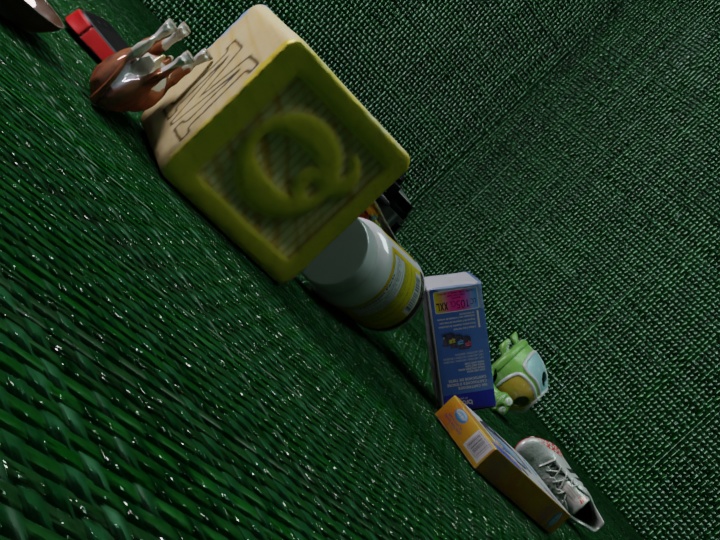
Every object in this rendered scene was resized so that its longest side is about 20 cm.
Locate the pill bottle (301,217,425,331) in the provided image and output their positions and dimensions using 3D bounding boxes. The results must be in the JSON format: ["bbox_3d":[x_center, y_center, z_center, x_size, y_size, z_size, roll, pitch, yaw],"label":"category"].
[{"bbox_3d":[0.000,0.000,1.499,0.114,0.114,0.200,48,4,26],"label":"pill bottle"}]

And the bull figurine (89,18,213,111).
[{"bbox_3d":[-0.223,-0.206,1.249,0.065,0.121,0.200,54,8,-13],"label":"bull figurine"}]

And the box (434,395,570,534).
[{"bbox_3d":[0.184,0.248,1.501,0.200,0.041,0.119,41,6,-35],"label":"box"}]

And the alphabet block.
[{"bbox_3d":[-0.096,-0.141,1.294,0.195,0.196,0.200,43,5,-26],"label":"alphabet block"}]

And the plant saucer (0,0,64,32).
[{"bbox_3d":[-0.370,-0.298,1.162,0.200,0.032,0.200,47,5,-5],"label":"plant saucer"}]

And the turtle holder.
[{"bbox_3d":[0.304,0.214,2.393,0.132,0.141,0.186,48,3,8],"label":"turtle holder"}]

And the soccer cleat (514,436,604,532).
[{"bbox_3d":[0.302,0.323,1.816,0.200,0.069,0.085,50,-2,-30],"label":"soccer cleat"}]

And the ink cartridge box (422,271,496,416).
[{"bbox_3d":[0.131,0.110,1.621,0.136,0.076,0.201,-105,-171,-83],"label":"ink cartridge box"}]

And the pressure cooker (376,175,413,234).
[{"bbox_3d":[-0.007,-0.124,2.046,0.176,0.200,0.179,47,3,28],"label":"pressure cooker"}]

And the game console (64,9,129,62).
[{"bbox_3d":[-0.303,-0.260,1.567,0.177,0.031,0.200,51,4,-7],"label":"game console"}]

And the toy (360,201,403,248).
[{"bbox_3d":[-0.013,-0.088,1.600,0.115,0.047,0.200,45,-1,24],"label":"toy"}]
